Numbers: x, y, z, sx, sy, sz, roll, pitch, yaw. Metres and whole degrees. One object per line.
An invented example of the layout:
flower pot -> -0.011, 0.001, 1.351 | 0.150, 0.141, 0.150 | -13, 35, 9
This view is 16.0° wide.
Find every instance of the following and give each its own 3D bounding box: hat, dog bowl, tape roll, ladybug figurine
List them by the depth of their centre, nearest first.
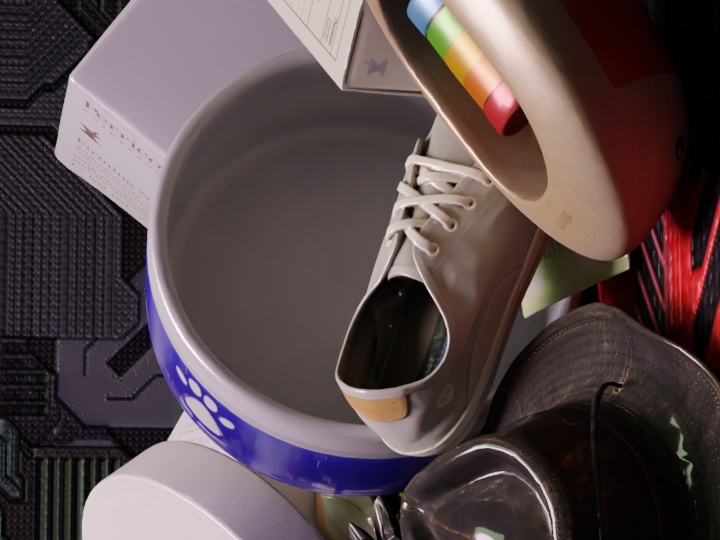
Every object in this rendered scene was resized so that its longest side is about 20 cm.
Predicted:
hat -> 0.066, 0.105, 0.996 | 0.200, 0.081, 0.201 | -7, 82, 63
ladybug figurine -> 0.063, -0.098, 1.020 | 0.200, 0.072, 0.136 | 54, 166, 9
dog bowl -> 0.000, 0.000, 1.183 | 0.079, 0.199, 0.201 | 105, 164, -64
tape roll -> -0.059, 0.177, 1.257 | 0.203, 0.037, 0.203 | 34, 142, 32

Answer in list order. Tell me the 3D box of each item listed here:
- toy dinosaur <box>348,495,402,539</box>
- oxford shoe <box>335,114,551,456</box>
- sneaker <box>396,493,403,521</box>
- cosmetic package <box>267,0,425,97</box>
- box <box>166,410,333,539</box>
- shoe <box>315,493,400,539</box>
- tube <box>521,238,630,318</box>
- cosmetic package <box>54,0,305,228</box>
toy dinosaur -> 0.063, 0.157, 1.140 | 0.200, 0.102, 0.136 | -64, 33, 13
oxford shoe -> 0.040, -0.021, 1.090 | 0.075, 0.058, 0.201 | 9, 77, 43
sneaker -> 0.035, 0.153, 1.245 | 0.074, 0.084, 0.201 | -148, 51, -61
cosmetic package -> -0.002, -0.169, 1.191 | 0.200, 0.073, 0.104 | 53, 134, 51
box -> -0.048, 0.115, 1.432 | 0.124, 0.097, 0.200 | -19, 39, 61
shoe -> 0.002, 0.052, 1.365 | 0.053, 0.070, 0.201 | 162, 102, -67
tube -> 0.087, -0.085, 1.136 | 0.058, 0.052, 0.201 | 60, -155, -72
cosmetic package -> -0.063, -0.099, 1.502 | 0.166, 0.167, 0.200 | -51, 0, -14
